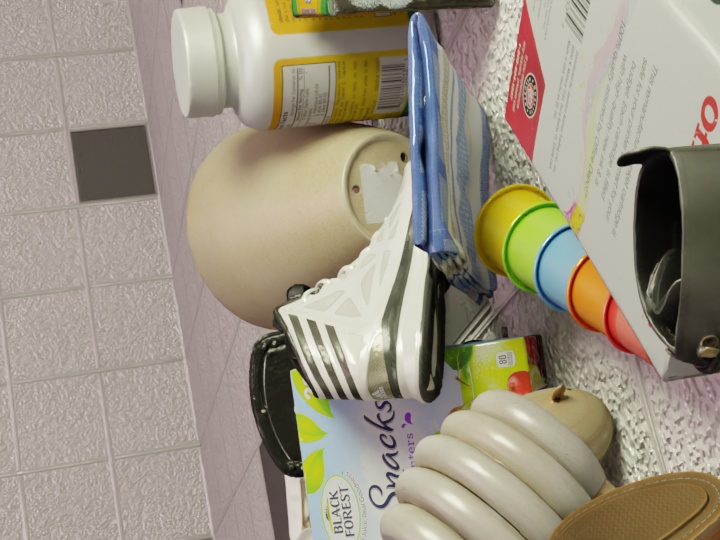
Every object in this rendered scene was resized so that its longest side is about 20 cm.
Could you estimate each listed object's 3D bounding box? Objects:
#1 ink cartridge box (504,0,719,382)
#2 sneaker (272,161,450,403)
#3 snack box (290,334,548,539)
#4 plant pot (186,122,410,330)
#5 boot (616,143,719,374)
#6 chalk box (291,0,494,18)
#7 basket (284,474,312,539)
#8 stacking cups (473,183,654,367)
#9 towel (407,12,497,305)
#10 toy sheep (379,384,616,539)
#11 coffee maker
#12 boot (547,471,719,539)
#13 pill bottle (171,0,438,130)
[{"bbox_3d":[0.143,-0.074,0.579,0.201,0.081,0.147,-112,21,-46],"label":"ink cartridge box"},{"bbox_3d":[0.000,0.000,0.856,0.076,0.113,0.202,72,-160,-44],"label":"sneaker"},{"bbox_3d":[0.050,0.154,0.872,0.068,0.166,0.204,4,-101,-71],"label":"snack box"},{"bbox_3d":[-0.024,-0.050,1.105,0.199,0.185,0.191,-11,86,59],"label":"plant pot"},{"bbox_3d":[0.163,0.045,0.450,0.077,0.136,0.203,147,114,-74],"label":"boot"},{"bbox_3d":[0.015,-0.282,0.903,0.124,0.123,0.204,-148,54,-71],"label":"chalk box"},{"bbox_3d":[0.012,0.231,1.151,0.200,0.121,0.138,-140,44,-70],"label":"basket"},{"bbox_3d":[0.128,-0.001,0.729,0.200,0.060,0.062,-141,46,-67],"label":"stacking cups"},{"bbox_3d":[0.061,-0.064,0.836,0.200,0.023,0.149,33,-127,-73],"label":"towel"},{"bbox_3d":[0.080,0.149,0.760,0.137,0.200,0.138,36,159,16],"label":"toy sheep"},{"bbox_3d":[0.019,0.089,1.025,0.200,0.189,0.137,-7,-74,-85],"label":"coffee maker"},{"bbox_3d":[0.145,0.215,0.686,0.156,0.200,0.077,48,-179,-18],"label":"boot"},{"bbox_3d":[-0.046,-0.171,1.035,0.113,0.197,0.115,173,90,-75],"label":"pill bottle"}]
